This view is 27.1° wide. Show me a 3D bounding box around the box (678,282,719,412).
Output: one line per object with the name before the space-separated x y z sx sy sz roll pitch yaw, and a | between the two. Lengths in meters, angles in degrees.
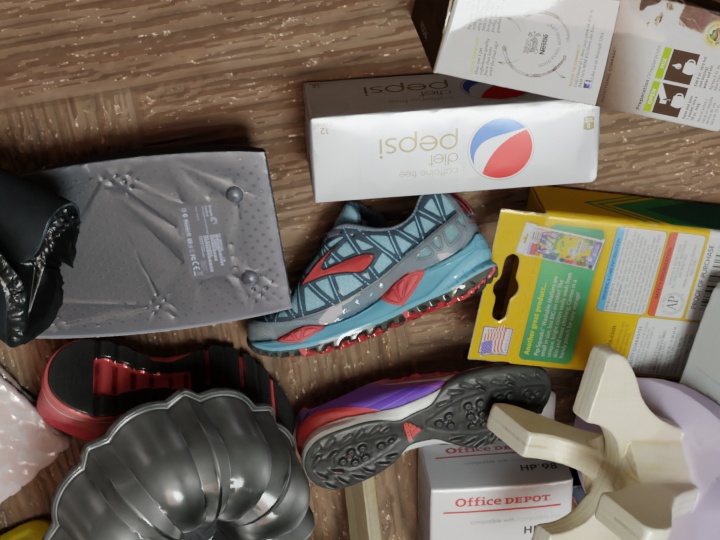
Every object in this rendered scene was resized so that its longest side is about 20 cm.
box | 0.346 0.135 1.080 0.170 0.199 0.202 -1 117 -36

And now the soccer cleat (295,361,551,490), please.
soccer cleat | 0.045 0.102 1.135 0.198 0.073 0.069 -18 122 -5

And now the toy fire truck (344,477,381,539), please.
toy fire truck | -0.045 0.258 1.178 0.200 0.175 0.129 -51 120 -27

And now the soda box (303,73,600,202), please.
soda box | 0.061 -0.095 1.031 0.197 0.068 0.064 -5 118 -4

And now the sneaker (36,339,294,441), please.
sneaker | -0.148 0.100 1.122 0.198 0.075 0.087 13 150 -22

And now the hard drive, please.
hard drive | -0.152 -0.023 1.049 0.197 0.042 0.136 -7 118 5

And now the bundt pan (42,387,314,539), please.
bundt pan | -0.117 0.187 1.059 0.200 0.076 0.204 -16 124 -25

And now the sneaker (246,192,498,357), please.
sneaker | 0.000 0.000 1.084 0.198 0.079 0.097 -22 82 19

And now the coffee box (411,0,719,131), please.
coffee box | 0.141 -0.165 0.979 0.197 0.113 0.081 10 117 -12

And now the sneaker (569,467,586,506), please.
sneaker | 0.195 0.200 1.203 0.083 0.075 0.202 12 106 -14

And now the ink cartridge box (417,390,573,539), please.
ink cartridge box | 0.105 0.200 1.192 0.114 0.067 0.202 -4 118 -4

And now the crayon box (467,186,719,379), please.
crayon box | 0.182 0.009 1.110 0.197 0.052 0.127 6 117 -10

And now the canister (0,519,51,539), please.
canister | -0.224 0.311 1.167 0.086 0.149 0.202 -27 116 -10

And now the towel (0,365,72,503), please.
towel | -0.346 0.124 1.119 0.199 0.032 0.191 -39 116 12

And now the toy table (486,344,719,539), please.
toy table | 0.186 0.144 1.053 0.116 0.199 0.186 5 97 -34

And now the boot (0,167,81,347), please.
boot | -0.288 0.006 0.995 0.167 0.076 0.201 33 103 13
